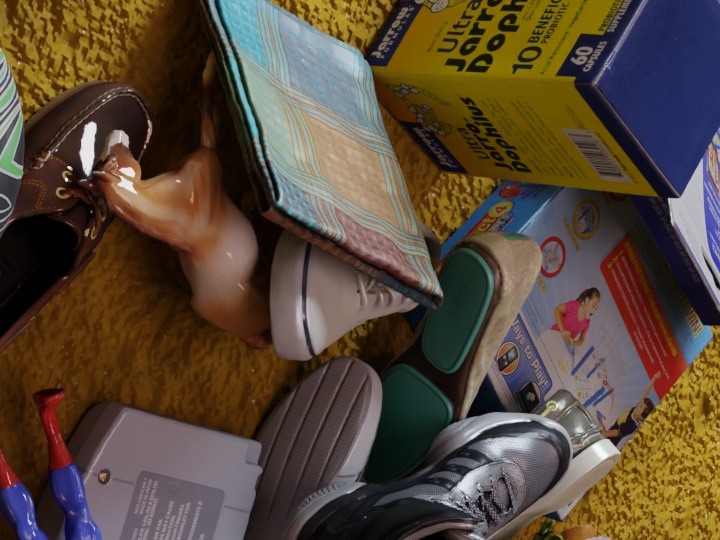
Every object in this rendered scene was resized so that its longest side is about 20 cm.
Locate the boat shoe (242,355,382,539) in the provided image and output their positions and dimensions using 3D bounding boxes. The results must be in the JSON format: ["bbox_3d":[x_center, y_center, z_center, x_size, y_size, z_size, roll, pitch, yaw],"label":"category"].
[{"bbox_3d":[-0.033,0.151,1.108,0.071,0.072,0.200,33,79,-51],"label":"boat shoe"}]

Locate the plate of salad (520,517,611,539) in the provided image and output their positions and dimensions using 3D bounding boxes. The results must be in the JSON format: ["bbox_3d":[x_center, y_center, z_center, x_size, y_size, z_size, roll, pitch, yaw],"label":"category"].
[{"bbox_3d":[0.075,0.223,1.168,0.200,0.200,0.048,-17,64,-39],"label":"plate of salad"}]

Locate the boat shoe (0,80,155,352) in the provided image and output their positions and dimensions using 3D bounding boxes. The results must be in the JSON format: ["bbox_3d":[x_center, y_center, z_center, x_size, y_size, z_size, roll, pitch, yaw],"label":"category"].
[{"bbox_3d":[-0.168,-0.021,0.953,0.070,0.070,0.200,49,64,-32],"label":"boat shoe"}]

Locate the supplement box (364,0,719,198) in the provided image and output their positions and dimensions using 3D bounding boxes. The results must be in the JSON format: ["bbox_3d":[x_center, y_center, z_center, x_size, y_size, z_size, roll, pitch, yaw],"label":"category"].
[{"bbox_3d":[0.117,-0.125,1.103,0.110,0.200,0.109,46,67,-36],"label":"supplement box"}]

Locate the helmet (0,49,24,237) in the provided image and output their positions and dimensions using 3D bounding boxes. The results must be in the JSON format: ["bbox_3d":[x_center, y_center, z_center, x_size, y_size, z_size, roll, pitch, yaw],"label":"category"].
[{"bbox_3d":[-0.245,-0.053,0.794,0.200,0.190,0.201,-8,101,-41],"label":"helmet"}]

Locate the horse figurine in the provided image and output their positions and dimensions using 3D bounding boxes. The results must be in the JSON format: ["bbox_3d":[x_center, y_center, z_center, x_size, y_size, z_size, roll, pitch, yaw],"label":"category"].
[{"bbox_3d":[-0.078,-0.023,1.010,0.133,0.050,0.200,-75,150,-45],"label":"horse figurine"}]

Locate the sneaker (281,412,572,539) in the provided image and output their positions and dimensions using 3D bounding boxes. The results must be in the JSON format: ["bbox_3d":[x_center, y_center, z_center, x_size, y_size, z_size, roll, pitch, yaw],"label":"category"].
[{"bbox_3d":[0.062,0.147,1.047,0.200,0.114,0.076,-20,110,-26],"label":"sneaker"}]

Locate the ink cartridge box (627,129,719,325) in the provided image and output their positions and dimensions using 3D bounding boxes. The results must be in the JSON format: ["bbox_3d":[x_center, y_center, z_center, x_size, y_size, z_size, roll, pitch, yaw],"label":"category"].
[{"bbox_3d":[0.217,-0.053,1.233,0.198,0.047,0.200,52,34,-46],"label":"ink cartridge box"}]

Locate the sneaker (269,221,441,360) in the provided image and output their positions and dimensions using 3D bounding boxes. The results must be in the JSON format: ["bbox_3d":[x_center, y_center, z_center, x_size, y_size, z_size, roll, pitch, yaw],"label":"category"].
[{"bbox_3d":[0.000,0.000,1.044,0.200,0.071,0.073,-49,136,-68],"label":"sneaker"}]

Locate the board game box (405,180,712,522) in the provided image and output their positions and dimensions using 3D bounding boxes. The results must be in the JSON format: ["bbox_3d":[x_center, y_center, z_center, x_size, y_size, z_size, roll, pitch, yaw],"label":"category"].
[{"bbox_3d":[0.140,0.032,1.247,0.196,0.056,0.200,-45,124,-28],"label":"board game box"}]

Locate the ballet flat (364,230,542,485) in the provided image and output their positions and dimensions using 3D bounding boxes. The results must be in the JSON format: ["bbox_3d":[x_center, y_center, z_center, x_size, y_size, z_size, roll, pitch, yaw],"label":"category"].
[{"bbox_3d":[0.059,0.058,1.123,0.062,0.067,0.200,-16,143,-46],"label":"ballet flat"}]

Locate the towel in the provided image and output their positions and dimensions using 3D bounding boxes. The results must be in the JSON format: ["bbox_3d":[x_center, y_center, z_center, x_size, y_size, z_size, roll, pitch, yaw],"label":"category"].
[{"bbox_3d":[-0.023,-0.079,1.016,0.022,0.200,0.147,-39,136,24],"label":"towel"}]

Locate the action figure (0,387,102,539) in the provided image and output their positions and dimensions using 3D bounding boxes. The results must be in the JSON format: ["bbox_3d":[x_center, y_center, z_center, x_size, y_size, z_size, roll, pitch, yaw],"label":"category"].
[{"bbox_3d":[-0.147,0.168,0.943,0.065,0.099,0.201,-20,98,-17],"label":"action figure"}]

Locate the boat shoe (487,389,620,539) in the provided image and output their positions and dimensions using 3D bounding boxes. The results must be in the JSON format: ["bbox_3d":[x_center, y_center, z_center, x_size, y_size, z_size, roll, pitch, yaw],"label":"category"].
[{"bbox_3d":[0.071,0.155,1.168,0.201,0.060,0.072,-36,161,5],"label":"boat shoe"}]

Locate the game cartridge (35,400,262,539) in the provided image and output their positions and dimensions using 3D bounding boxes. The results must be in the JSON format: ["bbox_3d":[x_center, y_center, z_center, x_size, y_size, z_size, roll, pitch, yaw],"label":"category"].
[{"bbox_3d":[-0.136,0.180,1.037,0.133,0.040,0.201,22,82,-45],"label":"game cartridge"}]
